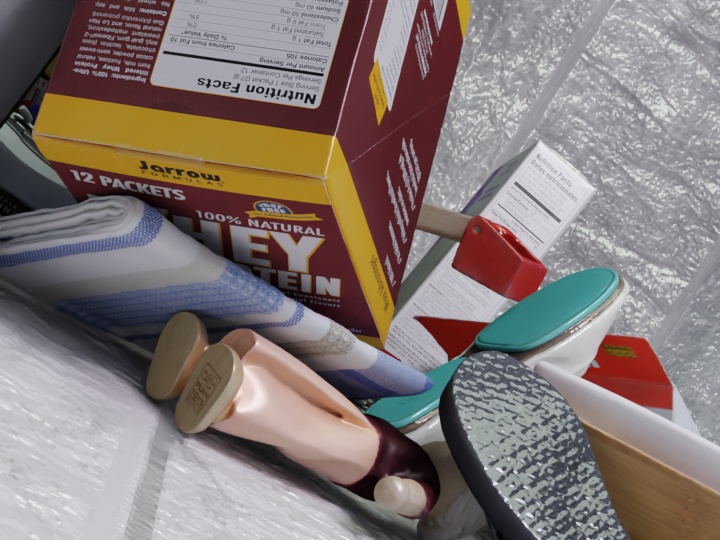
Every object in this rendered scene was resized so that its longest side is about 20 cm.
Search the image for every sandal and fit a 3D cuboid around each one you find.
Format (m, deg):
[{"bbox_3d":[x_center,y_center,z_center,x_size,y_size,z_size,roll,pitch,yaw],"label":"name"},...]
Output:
[{"bbox_3d":[0.091,0.128,0.840,0.076,0.043,0.200,-7,58,-39],"label":"sandal"}]

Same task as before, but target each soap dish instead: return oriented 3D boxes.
[{"bbox_3d":[0.170,0.128,0.950,0.157,0.081,0.200,26,-2,35],"label":"soap dish"}]

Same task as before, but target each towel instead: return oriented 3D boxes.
[{"bbox_3d":[-0.079,0.019,0.854,0.200,0.024,0.147,31,-25,-36],"label":"towel"}]

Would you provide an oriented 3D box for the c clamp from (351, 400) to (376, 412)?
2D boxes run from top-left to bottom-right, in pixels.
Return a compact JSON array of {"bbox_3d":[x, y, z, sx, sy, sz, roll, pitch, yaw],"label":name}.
[{"bbox_3d":[-0.034,0.069,1.161,0.171,0.027,0.200,24,9,-38],"label":"c clamp"}]

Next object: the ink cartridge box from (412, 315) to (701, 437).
[{"bbox_3d":[0.134,0.099,1.153,0.162,0.050,0.200,5,-24,27],"label":"ink cartridge box"}]

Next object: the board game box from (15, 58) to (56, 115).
[{"bbox_3d":[-0.227,-0.132,1.156,0.200,0.105,0.023,26,44,-9],"label":"board game box"}]

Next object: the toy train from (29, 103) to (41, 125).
[{"bbox_3d":[-0.197,-0.062,1.146,0.200,0.085,0.116,26,-14,9],"label":"toy train"}]

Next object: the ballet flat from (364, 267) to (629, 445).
[{"bbox_3d":[0.083,0.068,1.016,0.069,0.200,0.070,36,-36,33],"label":"ballet flat"}]

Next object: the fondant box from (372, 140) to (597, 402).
[{"bbox_3d":[0.071,0.008,1.263,0.058,0.200,0.144,41,-10,-3],"label":"fondant box"}]

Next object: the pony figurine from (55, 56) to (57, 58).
[{"bbox_3d":[-0.285,-0.166,1.030,0.200,0.193,0.167,52,7,3],"label":"pony figurine"}]

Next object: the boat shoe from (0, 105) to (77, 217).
[{"bbox_3d":[-0.194,-0.055,0.933,0.199,0.074,0.068,33,7,-2],"label":"boat shoe"}]

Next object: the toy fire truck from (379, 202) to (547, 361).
[{"bbox_3d":[0.000,0.000,1.098,0.200,0.141,0.049,34,8,24],"label":"toy fire truck"}]

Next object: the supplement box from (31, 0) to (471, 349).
[{"bbox_3d":[-0.040,-0.098,0.846,0.133,0.200,0.197,10,-21,13],"label":"supplement box"}]

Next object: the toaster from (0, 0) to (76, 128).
[{"bbox_3d":[-0.244,-0.137,0.829,0.181,0.200,0.119,42,8,17],"label":"toaster"}]

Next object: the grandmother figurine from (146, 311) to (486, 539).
[{"bbox_3d":[-0.004,0.085,0.854,0.200,0.061,0.121,27,14,-37],"label":"grandmother figurine"}]
